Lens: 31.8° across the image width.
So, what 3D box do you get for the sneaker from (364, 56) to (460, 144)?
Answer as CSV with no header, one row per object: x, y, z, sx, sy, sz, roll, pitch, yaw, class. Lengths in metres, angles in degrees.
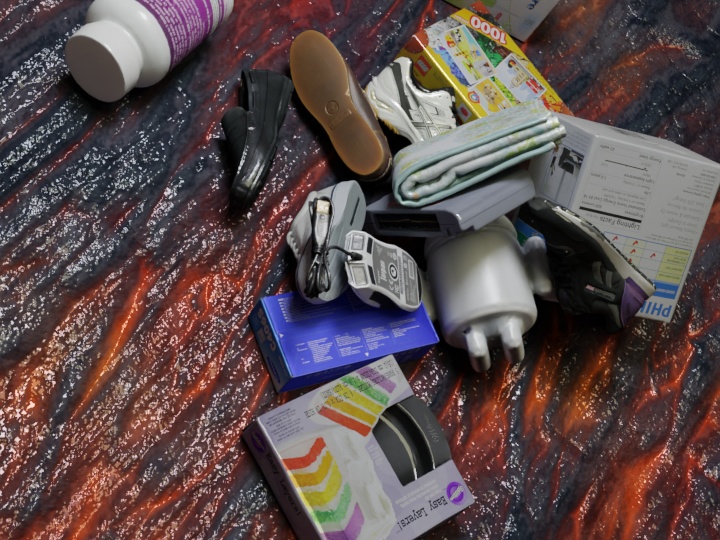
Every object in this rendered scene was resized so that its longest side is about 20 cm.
0.098,-0.177,1.548,0.200,0.088,0.076,42,12,-5,sneaker

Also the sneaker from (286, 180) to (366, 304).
-0.045,-0.026,1.388,0.074,0.070,0.201,65,25,-25,sneaker

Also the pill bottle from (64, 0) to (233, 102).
-0.237,-0.276,1.413,0.112,0.112,0.201,40,50,-2,pill bottle

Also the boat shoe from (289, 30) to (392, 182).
-0.023,-0.193,1.523,0.202,0.070,0.070,65,15,13,boat shoe

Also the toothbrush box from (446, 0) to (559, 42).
0.182,-0.425,1.720,0.198,0.146,0.087,24,53,-16,toothbrush box

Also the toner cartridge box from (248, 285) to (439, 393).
-0.017,0.064,1.383,0.198,0.043,0.096,-10,66,-34,toner cartridge box

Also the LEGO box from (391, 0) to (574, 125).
0.156,-0.229,1.632,0.148,0.077,0.201,-34,82,-39,LEGO box

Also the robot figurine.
0.136,0.011,1.456,0.167,0.113,0.203,-12,65,2,robot figurine

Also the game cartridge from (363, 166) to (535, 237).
0.099,-0.079,1.433,0.132,0.199,0.041,-25,105,-31,game cartridge

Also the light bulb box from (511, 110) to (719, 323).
0.299,-0.064,1.523,0.195,0.203,0.125,10,16,-25,light bulb box

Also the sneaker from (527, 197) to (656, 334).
0.246,0.002,1.410,0.199,0.076,0.088,38,89,-28,sneaker

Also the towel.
0.130,-0.134,1.429,0.171,0.197,0.049,-78,148,-76,towel

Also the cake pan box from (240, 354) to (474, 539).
0.002,0.203,1.307,0.198,0.052,0.186,-20,76,-36,cake pan box

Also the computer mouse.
0.000,0.000,1.342,0.199,0.043,0.111,28,52,-51,computer mouse

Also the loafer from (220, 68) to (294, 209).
-0.127,-0.153,1.436,0.069,0.068,0.203,18,49,-9,loafer
